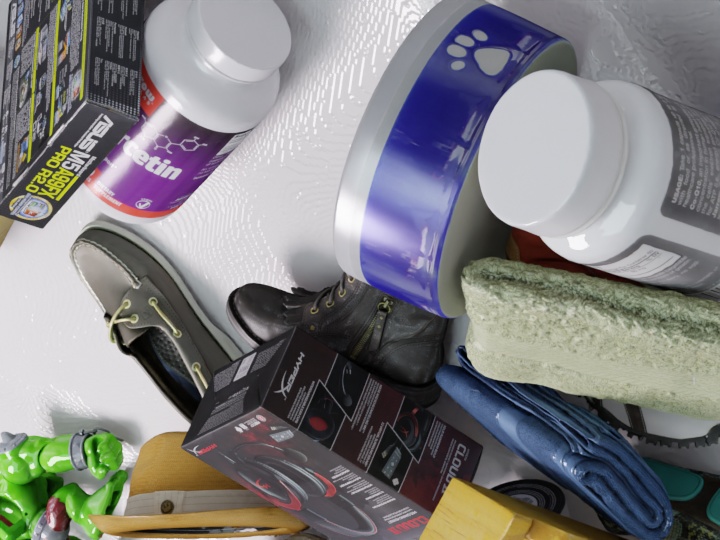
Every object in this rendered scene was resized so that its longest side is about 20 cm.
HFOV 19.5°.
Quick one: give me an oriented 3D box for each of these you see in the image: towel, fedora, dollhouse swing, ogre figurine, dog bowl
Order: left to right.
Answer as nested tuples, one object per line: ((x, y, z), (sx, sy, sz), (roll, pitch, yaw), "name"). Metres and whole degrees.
((-0.279, 0.218, 1.888), (0.119, 0.098, 0.201), (20, 140, 10), "ogre figurine")
((-0.128, 0.177, 1.730), (0.199, 0.200, 0.083), (-10, 75, 40), "fedora")
((0.064, -0.073, 1.372), (0.078, 0.200, 0.201), (25, 130, 18), "dog bowl")
((0.137, 0.267, 1.491), (0.199, 0.177, 0.182), (22, 179, -17), "dollhouse swing")
((0.139, 0.116, 1.475), (0.112, 0.049, 0.200), (45, 173, -32), "towel")
((0.162, 0.048, 1.358), (0.198, 0.037, 0.149), (13, 157, 11), "towel")

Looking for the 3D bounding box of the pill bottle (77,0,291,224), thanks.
((-0.134, -0.127, 1.546), (0.113, 0.112, 0.200), (48, 135, 0), "pill bottle")

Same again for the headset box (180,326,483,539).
((-0.014, 0.139, 1.598), (0.199, 0.075, 0.148), (33, 151, -18), "headset box")

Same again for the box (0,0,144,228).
((-0.213, -0.156, 1.541), (0.044, 0.202, 0.160), (18, 142, -28), "box")

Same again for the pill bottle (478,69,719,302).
((0.174, -0.051, 1.292), (0.113, 0.199, 0.115), (-20, 63, 45), "pill bottle")

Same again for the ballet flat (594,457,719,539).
((0.252, 0.179, 1.490), (0.199, 0.074, 0.075), (14, 126, 41), "ballet flat")

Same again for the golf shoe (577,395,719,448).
((0.177, 0.044, 1.450), (0.199, 0.078, 0.095), (33, 132, 14), "golf shoe")

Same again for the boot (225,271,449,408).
((0.000, 0.000, 1.566), (0.198, 0.069, 0.175), (20, 128, 12), "boot")

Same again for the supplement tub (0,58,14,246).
((-0.348, -0.071, 1.718), (0.145, 0.145, 0.200), (42, 134, 6), "supplement tub")

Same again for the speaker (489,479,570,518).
((0.138, 0.267, 1.618), (0.081, 0.081, 0.202), (3, 118, 35), "speaker")

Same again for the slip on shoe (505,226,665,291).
((0.181, 0.013, 1.398), (0.199, 0.074, 0.061), (30, 114, -18), "slip on shoe")

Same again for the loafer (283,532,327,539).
((-0.039, 0.256, 1.733), (0.199, 0.067, 0.077), (-6, 77, 61), "loafer")

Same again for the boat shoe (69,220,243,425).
((-0.169, 0.046, 1.718), (0.202, 0.060, 0.072), (47, 134, 2), "boat shoe")
